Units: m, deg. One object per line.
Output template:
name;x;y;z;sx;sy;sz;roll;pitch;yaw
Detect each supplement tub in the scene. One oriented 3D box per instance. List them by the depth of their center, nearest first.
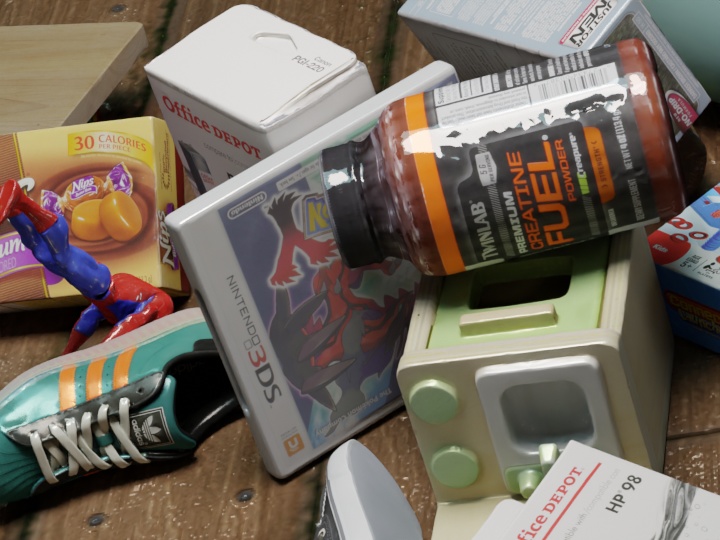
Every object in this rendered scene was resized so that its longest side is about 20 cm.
supplement tub;0.080;-0.058;1.606;0.199;0.107;0.107;-15;32;6

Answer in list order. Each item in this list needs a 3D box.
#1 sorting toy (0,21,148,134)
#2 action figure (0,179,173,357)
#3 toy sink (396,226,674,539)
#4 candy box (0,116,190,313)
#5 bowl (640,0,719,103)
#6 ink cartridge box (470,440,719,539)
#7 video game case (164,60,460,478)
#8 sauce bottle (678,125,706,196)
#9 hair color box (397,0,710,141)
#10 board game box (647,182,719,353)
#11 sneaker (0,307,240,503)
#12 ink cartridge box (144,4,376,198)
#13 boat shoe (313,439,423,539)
sorting toy;-0.274;-0.098;2.073;0.199;0.070;0.199;1;37;28
action figure;-0.189;0.022;1.770;0.065;0.200;0.099;26;83;44
toy sink;0.099;0.064;1.603;0.130;0.112;0.200;-8;34;17
candy box;-0.216;-0.034;1.902;0.199;0.117;0.056;-5;-7;19
bowl;0.283;-0.178;1.828;0.200;0.201;0.105;-34;55;-24
ink cartridge box;0.132;0.163;1.439;0.199;0.067;0.116;19;47;25
video game case;0.000;0.000;1.683;0.200;0.183;0.023;-31;28;-19
sauce bottle;0.160;-0.106;1.874;0.066;0.066;0.200;-25;31;-10
hair color box;0.121;-0.137;1.801;0.061;0.099;0.200;-49;34;-12
board game box;0.297;-0.013;1.672;0.196;0.056;0.200;-36;36;-25
sneaker;-0.150;0.088;1.731;0.199;0.072;0.080;-29;29;-18
ink cartridge box;-0.038;-0.049;1.758;0.085;0.201;0.145;-33;35;-22
boat shoe;-0.003;0.172;1.547;0.066;0.070;0.200;-36;34;15
